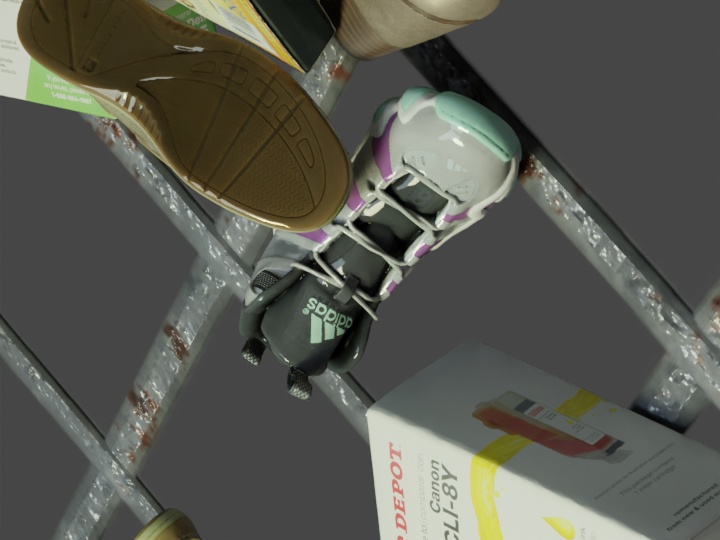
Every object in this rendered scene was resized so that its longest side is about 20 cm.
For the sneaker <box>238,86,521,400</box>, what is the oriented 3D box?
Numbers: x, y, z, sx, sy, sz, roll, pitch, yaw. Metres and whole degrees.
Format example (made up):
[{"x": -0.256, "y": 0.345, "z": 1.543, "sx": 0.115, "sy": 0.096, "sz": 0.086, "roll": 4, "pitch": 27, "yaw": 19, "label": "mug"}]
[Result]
[{"x": 0.000, "y": 0.000, "z": 1.385, "sx": 0.078, "sy": 0.140, "sz": 0.200, "roll": 33, "pitch": 151, "yaw": -11, "label": "sneaker"}]

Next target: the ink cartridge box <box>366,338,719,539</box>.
[{"x": 0.104, "y": 0.141, "z": 1.419, "sx": 0.200, "sy": 0.083, "sz": 0.145, "roll": 24, "pitch": 132, "yaw": 39, "label": "ink cartridge box"}]

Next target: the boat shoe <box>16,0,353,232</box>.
[{"x": -0.078, "y": -0.081, "z": 1.388, "sx": 0.200, "sy": 0.072, "sz": 0.065, "roll": 33, "pitch": 180, "yaw": 23, "label": "boat shoe"}]

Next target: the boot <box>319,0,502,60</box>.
[{"x": 0.001, "y": -0.196, "z": 1.323, "sx": 0.200, "sy": 0.070, "sz": 0.146, "roll": 53, "pitch": 138, "yaw": 6, "label": "boot"}]

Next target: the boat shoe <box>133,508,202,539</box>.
[{"x": -0.099, "y": 0.230, "z": 1.743, "sx": 0.063, "sy": 0.073, "sz": 0.201, "roll": 22, "pitch": 134, "yaw": 31, "label": "boat shoe"}]

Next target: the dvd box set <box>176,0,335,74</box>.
[{"x": -0.114, "y": -0.170, "z": 1.318, "sx": 0.200, "sy": 0.029, "sz": 0.146, "roll": 31, "pitch": 174, "yaw": 22, "label": "dvd box set"}]

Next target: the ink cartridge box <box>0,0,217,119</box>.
[{"x": -0.167, "y": -0.194, "z": 1.502, "sx": 0.145, "sy": 0.084, "sz": 0.200, "roll": 15, "pitch": 126, "yaw": 43, "label": "ink cartridge box"}]
